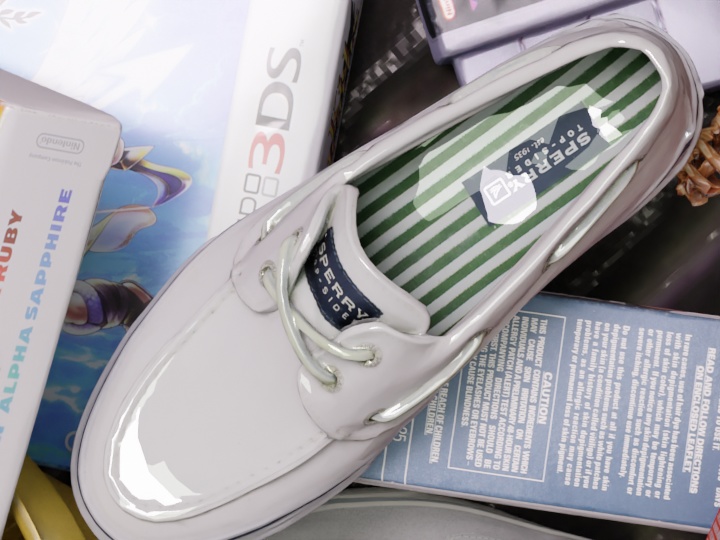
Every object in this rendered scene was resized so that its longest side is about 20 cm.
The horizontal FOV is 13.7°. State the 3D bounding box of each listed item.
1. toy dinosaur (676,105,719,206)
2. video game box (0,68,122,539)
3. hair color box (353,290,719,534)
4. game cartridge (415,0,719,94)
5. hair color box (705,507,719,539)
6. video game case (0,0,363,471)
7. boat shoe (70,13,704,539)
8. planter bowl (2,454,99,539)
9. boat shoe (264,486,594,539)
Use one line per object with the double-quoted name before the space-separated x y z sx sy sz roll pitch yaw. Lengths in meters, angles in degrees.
"toy dinosaur" 0.182 -0.058 0.841 0.199 0.102 0.136 -25 82 6
"video game box" -0.164 0.018 0.801 0.199 0.047 0.183 23 102 41
"hair color box" 0.096 0.043 0.843 0.199 0.100 0.061 9 88 4
"game cartridge" 0.063 -0.144 0.877 0.129 0.038 0.201 -18 90 0
"hair color box" 0.162 0.038 0.755 0.110 0.064 0.201 23 94 4
"video game case" -0.108 -0.039 0.884 0.199 0.045 0.183 11 91 4
"boat shoe" 0.000 0.000 0.767 0.200 0.067 0.074 -43 82 4
"planter bowl" -0.109 0.118 0.848 0.200 0.083 0.202 8 101 45
"boat shoe" 0.046 0.110 0.863 0.199 0.069 0.072 15 92 4
